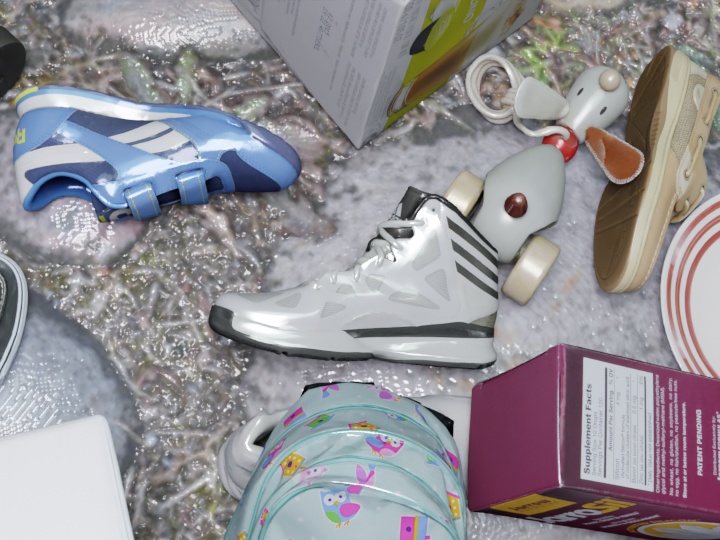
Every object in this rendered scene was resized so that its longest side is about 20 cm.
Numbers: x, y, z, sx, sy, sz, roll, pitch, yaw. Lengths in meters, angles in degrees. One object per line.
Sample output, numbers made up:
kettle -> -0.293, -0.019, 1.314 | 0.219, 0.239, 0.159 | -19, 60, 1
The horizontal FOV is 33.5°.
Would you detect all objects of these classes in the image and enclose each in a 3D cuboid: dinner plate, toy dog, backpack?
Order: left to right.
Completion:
backpack -> -0.005, 0.169, 0.678 | 0.165, 0.127, 0.202 | 11, 112, -9
toy dog -> 0.130, -0.080, 0.844 | 0.130, 0.096, 0.202 | 18, 69, -4
dinner plate -> 0.310, 0.034, 0.876 | 0.197, 0.024, 0.203 | 3, 71, -9

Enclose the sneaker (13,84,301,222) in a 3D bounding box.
sneaker -> -0.139, -0.067, 0.807 | 0.197, 0.074, 0.083 | 7, 71, 0

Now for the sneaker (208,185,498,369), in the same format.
sneaker -> 0.000, 0.000, 0.788 | 0.198, 0.076, 0.117 | 5, 91, -18

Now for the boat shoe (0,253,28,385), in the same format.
boat shoe -> -0.269, 0.070, 0.733 | 0.071, 0.071, 0.202 | 27, 68, 0

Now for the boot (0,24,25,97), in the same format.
boot -> -0.344, -0.129, 0.795 | 0.138, 0.078, 0.200 | 40, 56, 9

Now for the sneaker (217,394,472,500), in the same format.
sneaker -> 0.010, 0.115, 0.765 | 0.197, 0.080, 0.071 | -5, 70, -13

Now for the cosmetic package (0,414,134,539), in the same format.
cosmetic package -> -0.211, 0.200, 0.638 | 0.197, 0.168, 0.168 | -13, 66, -13

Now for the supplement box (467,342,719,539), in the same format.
supplement box -> 0.179, 0.117, 0.754 | 0.197, 0.110, 0.087 | 13, 68, -21

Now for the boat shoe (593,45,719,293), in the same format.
boat shoe -> 0.224, -0.069, 0.870 | 0.064, 0.071, 0.202 | 24, 69, -12

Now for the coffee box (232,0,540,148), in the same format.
coffee box -> 0.022, -0.252, 0.828 | 0.197, 0.200, 0.201 | -37, 80, -20
